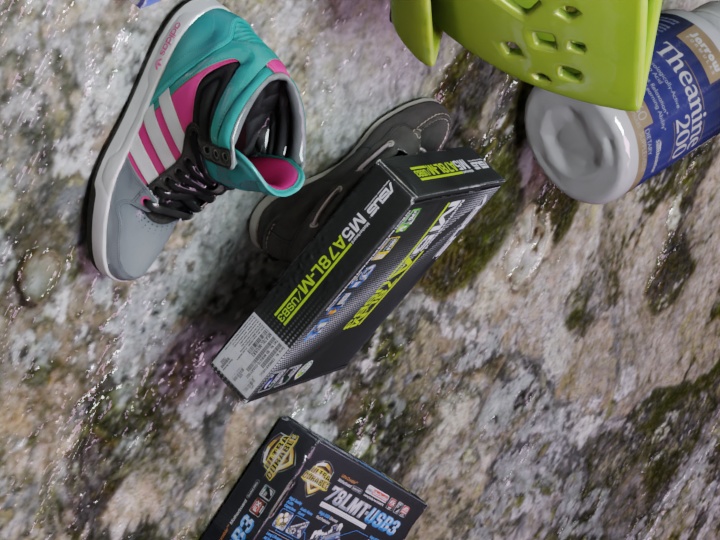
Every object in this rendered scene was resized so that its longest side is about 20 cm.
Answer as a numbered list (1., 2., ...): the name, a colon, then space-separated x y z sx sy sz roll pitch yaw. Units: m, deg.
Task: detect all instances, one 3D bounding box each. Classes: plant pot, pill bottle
1. plant pot: 0.116 -0.247 1.611 0.201 0.180 0.200 81 19 -55
2. pill bottle: 0.236 -0.142 1.949 0.199 0.111 0.112 -31 139 -34

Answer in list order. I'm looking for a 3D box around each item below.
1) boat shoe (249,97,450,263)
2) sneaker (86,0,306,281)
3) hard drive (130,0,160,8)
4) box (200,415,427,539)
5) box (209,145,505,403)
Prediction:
1. boat shoe: 0.007 -0.059 1.783 0.200 0.057 0.067 -34 140 -31
2. sneaker: -0.098 -0.065 1.586 0.083 0.120 0.201 1 116 -52
3. hard drive: -0.059 -0.252 1.543 0.199 0.025 0.132 -28 152 -37
4. box: -0.056 0.235 1.952 0.199 0.050 0.200 -57 146 -2
5. box: 0.000 0.000 1.743 0.200 0.048 0.193 -50 165 18
